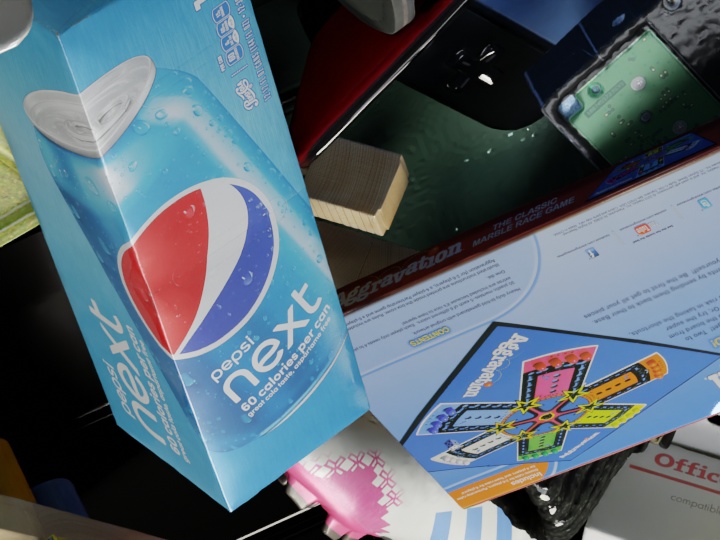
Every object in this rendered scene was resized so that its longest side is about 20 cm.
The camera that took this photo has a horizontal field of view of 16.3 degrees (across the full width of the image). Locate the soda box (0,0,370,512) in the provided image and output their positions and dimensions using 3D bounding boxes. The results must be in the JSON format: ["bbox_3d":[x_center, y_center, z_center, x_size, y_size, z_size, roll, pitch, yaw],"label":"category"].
[{"bbox_3d":[-0.060,-0.023,0.782,0.064,0.068,0.200,-36,135,-21],"label":"soda box"}]

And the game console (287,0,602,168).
[{"bbox_3d":[0.080,-0.107,0.826,0.172,0.119,0.200,24,122,-42],"label":"game console"}]

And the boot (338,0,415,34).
[{"bbox_3d":[0.045,-0.182,0.724,0.174,0.069,0.200,-29,131,-24],"label":"boot"}]

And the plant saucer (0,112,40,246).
[{"bbox_3d":[-0.188,-0.039,0.794,0.200,0.048,0.200,-28,142,22],"label":"plant saucer"}]

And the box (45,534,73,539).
[{"bbox_3d":[-0.155,0.182,0.946,0.200,0.064,0.070,-37,154,18],"label":"box"}]

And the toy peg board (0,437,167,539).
[{"bbox_3d":[-0.198,0.124,0.982,0.200,0.098,0.199,-35,155,14],"label":"toy peg board"}]

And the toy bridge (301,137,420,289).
[{"bbox_3d":[0.000,0.000,0.946,0.067,0.027,0.200,16,163,18],"label":"toy bridge"}]

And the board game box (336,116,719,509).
[{"bbox_3d":[0.087,0.015,0.862,0.200,0.019,0.103,-24,121,31],"label":"board game box"}]

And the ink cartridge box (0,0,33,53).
[{"bbox_3d":[-0.157,-0.118,0.622,0.116,0.200,0.067,-28,141,10],"label":"ink cartridge box"}]

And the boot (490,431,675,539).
[{"bbox_3d":[0.094,0.012,0.952,0.158,0.079,0.211,-40,147,-10],"label":"boot"}]

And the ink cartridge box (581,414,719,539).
[{"bbox_3d":[0.156,0.144,1.143,0.116,0.067,0.200,16,139,12],"label":"ink cartridge box"}]

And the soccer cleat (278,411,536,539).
[{"bbox_3d":[0.023,0.079,1.056,0.086,0.070,0.200,-47,140,2],"label":"soccer cleat"}]

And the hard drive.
[{"bbox_3d":[0.173,-0.082,0.844,0.200,0.038,0.140,-43,113,11],"label":"hard drive"}]
